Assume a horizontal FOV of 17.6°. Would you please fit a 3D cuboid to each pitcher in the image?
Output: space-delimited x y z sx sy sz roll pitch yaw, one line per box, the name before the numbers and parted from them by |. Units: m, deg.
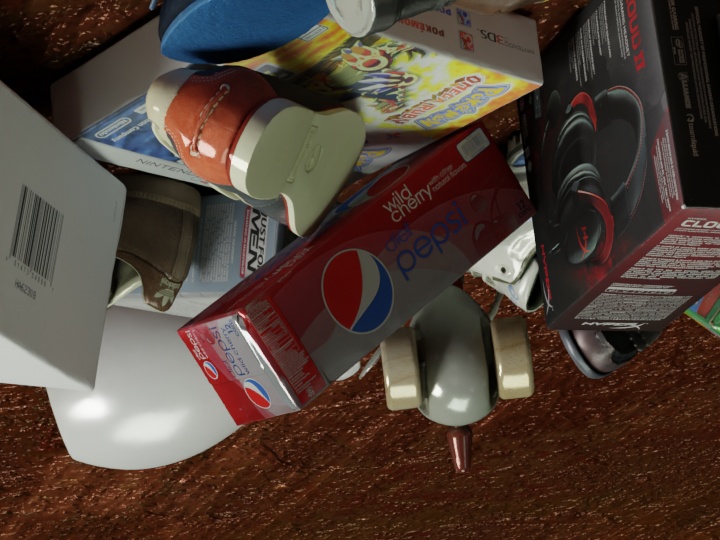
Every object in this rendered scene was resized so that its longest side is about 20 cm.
pitcher | -0.106 0.060 1.566 0.199 0.122 0.172 -17 175 -2

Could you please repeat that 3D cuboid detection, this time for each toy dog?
toy dog | 0.059 0.056 1.462 0.131 0.097 0.200 4 -159 17

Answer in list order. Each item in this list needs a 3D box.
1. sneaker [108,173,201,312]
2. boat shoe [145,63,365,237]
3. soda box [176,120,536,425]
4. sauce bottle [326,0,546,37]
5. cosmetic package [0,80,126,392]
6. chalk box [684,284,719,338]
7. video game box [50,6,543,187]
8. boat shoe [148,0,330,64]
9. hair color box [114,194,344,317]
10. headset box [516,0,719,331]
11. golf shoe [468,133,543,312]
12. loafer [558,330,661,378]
sneaker | -0.178 -0.010 1.345 0.199 0.076 0.070 -6 160 40
boat shoe | -0.049 -0.063 1.170 0.062 0.072 0.200 25 -178 15
soda box | 0.000 0.000 1.252 0.200 0.064 0.070 -38 -169 -33
sauce bottle | 0.076 -0.148 1.014 0.199 0.065 0.065 -24 169 -28
cosmetic package | -0.255 -0.025 1.202 0.198 0.124 0.199 2 163 19
chalk box | 0.259 0.000 1.372 0.199 0.125 0.124 33 -177 -16
video game box | -0.035 -0.098 1.239 0.181 0.047 0.199 9 155 -42
boat shoe | -0.034 -0.158 1.049 0.084 0.069 0.200 2 157 -34
hair color box | -0.072 -0.007 1.371 0.099 0.061 0.199 11 173 -39
headset box | 0.157 -0.070 1.220 0.074 0.150 0.200 1 160 -19
golf shoe | 0.077 -0.018 1.414 0.199 0.098 0.078 -20 158 37
loafer | 0.172 0.005 1.461 0.063 0.072 0.200 -28 -172 25
